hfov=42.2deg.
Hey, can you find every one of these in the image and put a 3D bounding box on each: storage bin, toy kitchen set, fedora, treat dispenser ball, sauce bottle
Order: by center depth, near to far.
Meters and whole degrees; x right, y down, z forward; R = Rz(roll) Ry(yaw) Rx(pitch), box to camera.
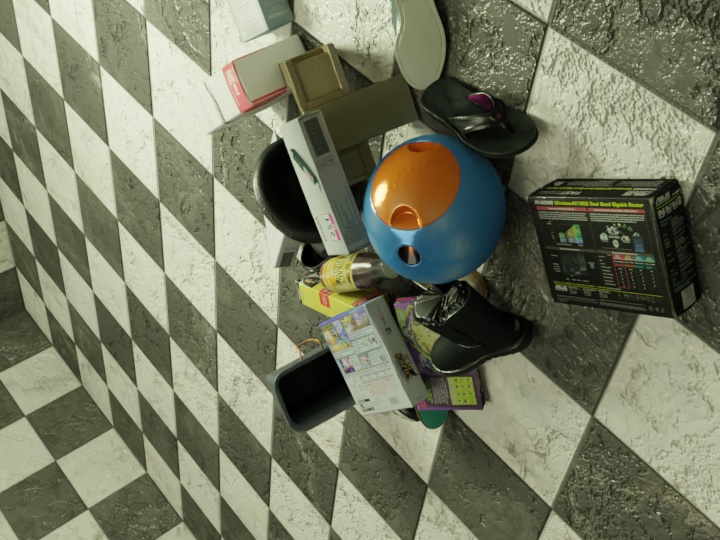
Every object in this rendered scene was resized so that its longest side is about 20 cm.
[{"bbox_3d":[0.102,-0.084,1.285,0.200,0.199,0.204,36,141,36],"label":"treat dispenser ball"},{"bbox_3d":[-0.015,-0.254,1.446,0.181,0.160,0.203,-126,15,-76],"label":"toy kitchen set"},{"bbox_3d":[-0.093,-0.126,1.581,0.202,0.199,0.092,53,160,14],"label":"fedora"},{"bbox_3d":[0.000,0.000,1.605,0.199,0.065,0.067,-14,103,58],"label":"sauce bottle"},{"bbox_3d":[-0.094,0.207,1.828,0.134,0.198,0.148,0,115,66],"label":"storage bin"}]

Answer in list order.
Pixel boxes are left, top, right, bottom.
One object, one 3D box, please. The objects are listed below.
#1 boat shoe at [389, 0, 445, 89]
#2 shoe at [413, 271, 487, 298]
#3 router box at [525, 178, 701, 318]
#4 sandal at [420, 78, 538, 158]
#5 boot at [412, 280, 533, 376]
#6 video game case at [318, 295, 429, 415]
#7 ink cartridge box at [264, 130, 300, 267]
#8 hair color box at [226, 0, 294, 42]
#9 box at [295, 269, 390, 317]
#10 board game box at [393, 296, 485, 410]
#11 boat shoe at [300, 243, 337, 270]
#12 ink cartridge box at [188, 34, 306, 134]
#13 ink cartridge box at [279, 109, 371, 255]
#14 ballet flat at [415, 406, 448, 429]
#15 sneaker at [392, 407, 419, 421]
[{"bbox_3d":[0.075,-0.350,1.276,0.062,0.071,0.203,-86,-16,-56],"label":"boat shoe"},{"bbox_3d":[0.113,-0.004,1.472,0.199,0.053,0.071,35,140,38],"label":"shoe"},{"bbox_3d":[0.308,-0.032,1.148,0.198,0.062,0.152,8,121,54],"label":"router box"},{"bbox_3d":[0.148,-0.207,1.233,0.199,0.076,0.048,35,170,39],"label":"sandal"},{"bbox_3d":[0.134,0.082,1.383,0.167,0.078,0.198,29,147,-32],"label":"boot"},{"bbox_3d":[0.020,0.150,1.592,0.184,0.045,0.199,63,152,0],"label":"video game case"},{"bbox_3d":[-0.144,-0.132,1.756,0.201,0.043,0.176,114,148,-55],"label":"ink cartridge box"},{"bbox_3d":[-0.188,-0.492,1.541,0.098,0.060,0.203,-2,113,56],"label":"hair color box"},{"bbox_3d":[-0.034,0.051,1.719,0.199,0.075,0.051,24,133,48],"label":"box"},{"bbox_3d":[0.131,0.137,1.529,0.118,0.032,0.204,-5,113,20],"label":"board game box"},{"bbox_3d":[-0.058,-0.058,1.683,0.075,0.062,0.200,57,148,12],"label":"boat shoe"},{"bbox_3d":[-0.187,-0.314,1.594,0.199,0.144,0.086,-15,103,58],"label":"ink cartridge box"},{"bbox_3d":[-0.066,-0.122,1.364,0.173,0.043,0.203,0,113,68],"label":"ink cartridge box"},{"bbox_3d":[0.110,0.177,1.620,0.070,0.070,0.204,16,127,50],"label":"ballet flat"},{"bbox_3d":[0.064,0.176,1.674,0.201,0.075,0.088,53,142,16],"label":"sneaker"}]
